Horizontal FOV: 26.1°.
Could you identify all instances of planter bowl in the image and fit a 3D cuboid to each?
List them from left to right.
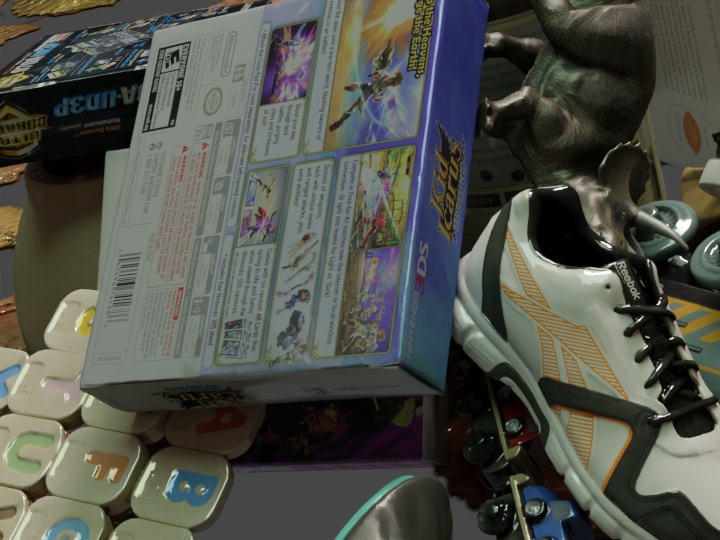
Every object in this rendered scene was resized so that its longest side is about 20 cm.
[{"bbox_3d":[-0.131,-0.023,0.970,0.200,0.135,0.200,-13,25,6],"label":"planter bowl"}]

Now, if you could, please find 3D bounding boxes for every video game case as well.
[{"bbox_3d":[-0.049,0.015,0.817,0.200,0.182,0.036,-4,-14,24],"label":"video game case"},{"bbox_3d":[-0.035,-0.035,0.739,0.181,0.045,0.200,-7,64,34],"label":"video game case"}]

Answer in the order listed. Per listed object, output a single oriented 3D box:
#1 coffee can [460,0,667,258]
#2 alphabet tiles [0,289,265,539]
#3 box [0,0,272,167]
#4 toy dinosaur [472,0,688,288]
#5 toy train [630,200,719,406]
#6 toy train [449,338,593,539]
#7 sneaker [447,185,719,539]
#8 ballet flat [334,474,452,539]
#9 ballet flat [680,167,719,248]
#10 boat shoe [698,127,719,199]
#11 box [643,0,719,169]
[{"bbox_3d":[0.091,-0.084,0.876,0.146,0.200,0.146,-14,24,6],"label":"coffee can"},{"bbox_3d":[-0.150,0.096,0.773,0.195,0.015,0.200,7,57,29],"label":"alphabet tiles"},{"bbox_3d":[-0.137,-0.119,0.951,0.159,0.046,0.200,-9,18,5],"label":"box"},{"bbox_3d":[0.104,-0.092,0.758,0.102,0.200,0.077,13,-18,-13],"label":"toy dinosaur"},{"bbox_3d":[0.166,0.036,0.735,0.114,0.085,0.200,-42,35,-22],"label":"toy train"},{"bbox_3d":[0.070,0.073,0.701,0.046,0.034,0.200,-23,42,13],"label":"toy train"},{"bbox_3d":[0.110,0.044,0.657,0.074,0.080,0.200,-12,52,-45],"label":"sneaker"},{"bbox_3d":[-0.010,0.163,0.600,0.068,0.068,0.200,20,53,38],"label":"ballet flat"},{"bbox_3d":[0.237,-0.066,0.811,0.069,0.063,0.200,11,-26,-33],"label":"ballet flat"},{"bbox_3d":[0.248,-0.037,0.728,0.200,0.060,0.074,18,1,-22],"label":"boat shoe"},{"bbox_3d":[0.258,-0.132,0.928,0.106,0.152,0.200,-25,27,-16],"label":"box"}]
